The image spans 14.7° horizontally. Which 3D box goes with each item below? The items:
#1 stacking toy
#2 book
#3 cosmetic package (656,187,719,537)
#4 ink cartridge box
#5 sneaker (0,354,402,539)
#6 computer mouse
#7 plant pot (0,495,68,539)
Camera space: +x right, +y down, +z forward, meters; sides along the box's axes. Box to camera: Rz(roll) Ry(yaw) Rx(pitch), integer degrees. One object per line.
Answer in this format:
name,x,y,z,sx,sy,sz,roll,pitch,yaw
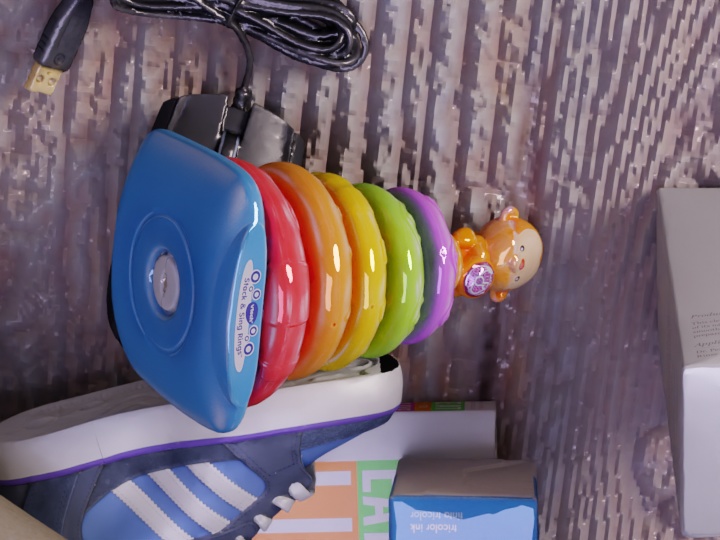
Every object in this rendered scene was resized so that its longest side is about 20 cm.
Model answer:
stacking toy,0.000,0.000,1.233,0.199,0.110,0.117,-4,109,-32
book,-0.033,0.130,1.327,0.198,0.048,0.135,-2,98,3
cosmetic package,0.185,0.033,1.199,0.112,0.200,0.082,-1,112,5
ink cartridge box,0.046,0.191,1.246,0.067,0.116,0.202,1,94,3
sneaker,-0.066,0.123,1.273,0.199,0.081,0.148,-12,103,2
computer mouse,-0.091,-0.046,1.259,0.140,0.046,0.201,21,112,-8
plant pot,-0.206,0.153,1.187,0.183,0.200,0.202,25,113,9
